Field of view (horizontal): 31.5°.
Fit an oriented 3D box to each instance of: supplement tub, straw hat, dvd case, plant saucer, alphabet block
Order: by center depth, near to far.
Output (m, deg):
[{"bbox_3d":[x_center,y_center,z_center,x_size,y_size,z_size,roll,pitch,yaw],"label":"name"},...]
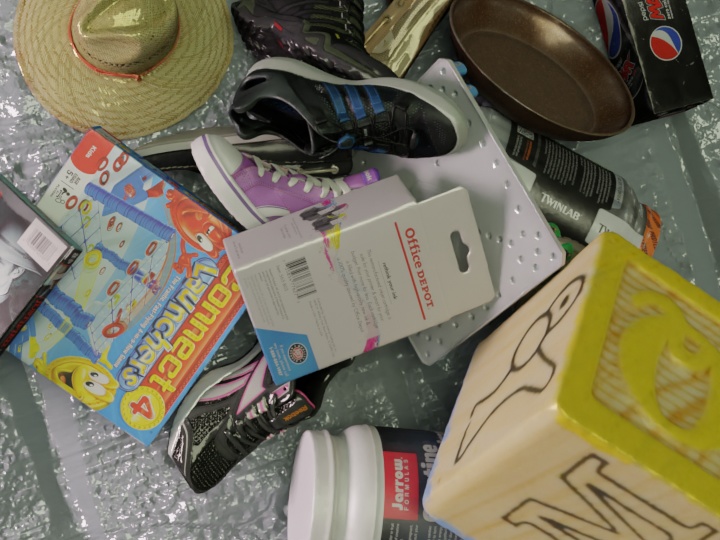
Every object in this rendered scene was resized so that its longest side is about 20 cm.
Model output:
[{"bbox_3d":[0.195,0.128,1.013,0.196,0.200,0.196,31,50,-9],"label":"alphabet block"},{"bbox_3d":[-0.341,0.016,1.061,0.146,0.022,0.200,39,94,18],"label":"dvd case"},{"bbox_3d":[0.044,0.210,1.119,0.198,0.140,0.142,6,84,-12],"label":"supplement tub"},{"bbox_3d":[-0.207,-0.219,1.127,0.199,0.085,0.203,1,86,-13],"label":"straw hat"},{"bbox_3d":[0.167,-0.056,1.176,0.199,0.123,0.123,26,81,-8],"label":"supplement tub"},{"bbox_3d":[0.162,-0.183,1.183,0.199,0.037,0.201,21,38,-17],"label":"plant saucer"}]

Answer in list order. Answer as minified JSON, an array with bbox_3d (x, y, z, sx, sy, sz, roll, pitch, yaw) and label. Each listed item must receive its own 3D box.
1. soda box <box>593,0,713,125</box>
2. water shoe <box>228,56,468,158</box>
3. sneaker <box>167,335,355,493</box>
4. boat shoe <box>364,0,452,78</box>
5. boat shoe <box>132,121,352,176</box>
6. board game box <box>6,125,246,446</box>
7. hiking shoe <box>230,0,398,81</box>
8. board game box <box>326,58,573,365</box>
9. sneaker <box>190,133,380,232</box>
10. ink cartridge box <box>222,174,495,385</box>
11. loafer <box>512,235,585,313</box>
[{"bbox_3d":[0.275,-0.249,1.245,0.070,0.063,0.201,-15,88,-12],"label":"soda box"},{"bbox_3d":[-0.012,-0.116,1.053,0.199,0.072,0.079,14,49,17],"label":"water shoe"},{"bbox_3d":[-0.083,0.112,1.112,0.200,0.086,0.080,-52,131,-11],"label":"sneaker"},{"bbox_3d":[0.052,-0.257,1.193,0.064,0.071,0.201,32,79,0],"label":"boat shoe"},{"bbox_3d":[-0.105,-0.101,1.143,0.198,0.074,0.061,-9,107,-1],"label":"boat shoe"},{"bbox_3d":[-0.205,0.013,1.103,0.195,0.056,0.201,35,92,-7],"label":"board game box"},{"bbox_3d":[-0.025,-0.214,1.132,0.200,0.076,0.101,36,72,31],"label":"hiking shoe"},{"bbox_3d":[0.072,-0.047,1.106,0.026,0.200,0.201,-17,72,-43],"label":"board game box"},{"bbox_3d":[-0.047,-0.069,1.094,0.114,0.073,0.200,-42,119,9],"label":"sneaker"},{"bbox_3d":[0.000,0.000,1.060,0.199,0.068,0.116,-20,117,-5],"label":"ink cartridge box"},{"bbox_3d":[0.173,0.040,1.135,0.075,0.200,0.069,9,59,22],"label":"loafer"}]
